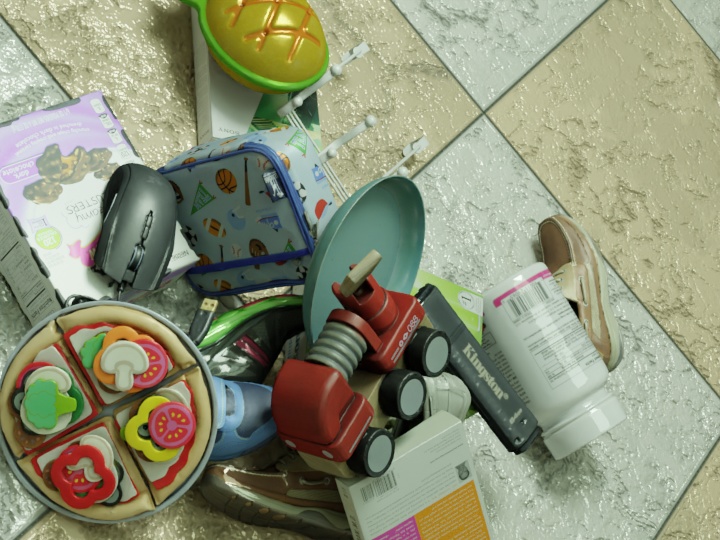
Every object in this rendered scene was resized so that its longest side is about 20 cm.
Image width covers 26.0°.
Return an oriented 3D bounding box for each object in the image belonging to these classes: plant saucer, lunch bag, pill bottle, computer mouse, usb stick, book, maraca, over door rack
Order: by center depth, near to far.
[{"bbox_3d":[-0.186,-0.012,1.471,0.140,0.046,0.201,28,51,-20],"label":"computer mouse"},{"bbox_3d":[0.059,0.254,1.514,0.133,0.048,0.202,-28,120,-24],"label":"book"},{"bbox_3d":[0.000,0.000,1.523,0.027,0.202,0.200,21,39,28],"label":"plant saucer"},{"bbox_3d":[-0.107,-0.052,1.539,0.075,0.199,0.162,-35,111,-45],"label":"lunch bag"},{"bbox_3d":[0.116,0.103,1.624,0.201,0.033,0.055,53,42,-9],"label":"usb stick"},{"bbox_3d":[-0.118,-0.270,1.686,0.200,0.107,0.137,48,48,13],"label":"maraca"},{"bbox_3d":[0.208,0.103,1.757,0.113,0.113,0.201,-24,81,-43],"label":"pill bottle"},{"bbox_3d":[0.003,-0.167,1.757,0.148,0.066,0.200,57,36,-10],"label":"over door rack"}]

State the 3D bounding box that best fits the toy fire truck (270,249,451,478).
[{"bbox_3d":[-0.010,0.071,1.420,0.177,0.128,0.200,-57,135,-24],"label":"toy fire truck"}]

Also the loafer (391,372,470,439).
[{"bbox_3d":[0.045,0.194,1.553,0.069,0.070,0.202,13,98,-41],"label":"loafer"}]

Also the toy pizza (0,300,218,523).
[{"bbox_3d":[-0.225,0.128,1.383,0.200,0.200,0.032,46,4,-6],"label":"toy pizza"}]

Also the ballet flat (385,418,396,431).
[{"bbox_3d":[0.017,0.174,1.604,0.199,0.069,0.070,11,59,-32],"label":"ballet flat"}]

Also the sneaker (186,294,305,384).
[{"bbox_3d":[-0.115,0.081,1.539,0.199,0.077,0.084,-24,95,-15],"label":"sneaker"}]

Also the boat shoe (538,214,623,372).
[{"bbox_3d":[0.249,0.027,1.852,0.071,0.076,0.202,-4,66,-33],"label":"boat shoe"}]

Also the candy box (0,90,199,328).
[{"bbox_3d":[-0.277,-0.054,1.508,0.167,0.071,0.201,-27,83,-43],"label":"candy box"}]

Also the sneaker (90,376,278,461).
[{"bbox_3d":[-0.163,0.126,1.441,0.198,0.083,0.074,-1,53,-9],"label":"sneaker"}]

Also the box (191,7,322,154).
[{"bbox_3d":[-0.116,-0.211,1.746,0.143,0.036,0.202,11,61,-32],"label":"box"}]

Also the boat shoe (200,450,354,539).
[{"bbox_3d":[-0.069,0.212,1.510,0.199,0.075,0.072,23,63,-37],"label":"boat shoe"}]

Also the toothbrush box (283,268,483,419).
[{"bbox_3d":[0.027,0.071,1.658,0.199,0.086,0.147,22,54,-24],"label":"toothbrush box"}]
